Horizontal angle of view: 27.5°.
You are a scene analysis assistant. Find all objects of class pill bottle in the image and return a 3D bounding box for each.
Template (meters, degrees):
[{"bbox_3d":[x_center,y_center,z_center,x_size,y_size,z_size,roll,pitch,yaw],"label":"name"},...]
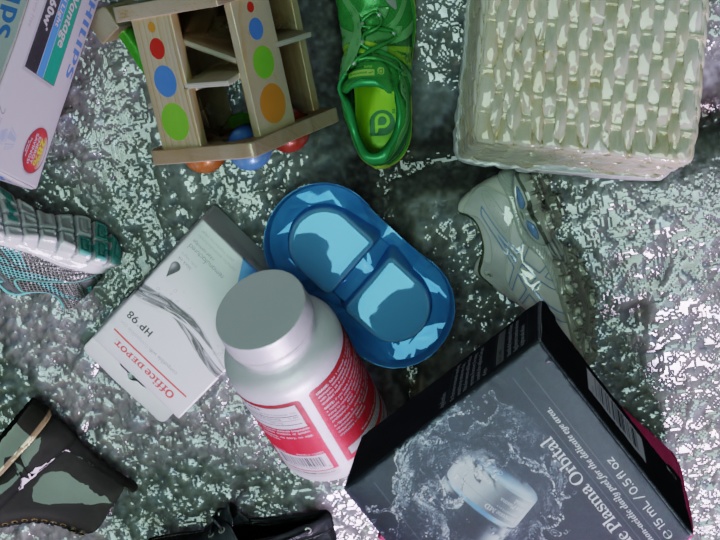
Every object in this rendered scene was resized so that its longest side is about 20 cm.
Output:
[{"bbox_3d":[-0.055,0.094,1.323,0.111,0.113,0.201,-18,137,9],"label":"pill bottle"}]

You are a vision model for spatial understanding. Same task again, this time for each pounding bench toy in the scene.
[{"bbox_3d":[-0.141,-0.169,1.298,0.198,0.124,0.158,0,109,38],"label":"pounding bench toy"}]

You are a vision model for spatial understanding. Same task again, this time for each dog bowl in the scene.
[{"bbox_3d":[0.000,0.000,1.369,0.200,0.050,0.112,41,102,-7],"label":"dog bowl"}]

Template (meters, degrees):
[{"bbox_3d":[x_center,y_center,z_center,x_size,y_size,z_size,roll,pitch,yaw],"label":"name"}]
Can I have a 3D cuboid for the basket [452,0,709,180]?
[{"bbox_3d":[0.183,-0.182,1.232,0.195,0.161,0.203,6,92,2],"label":"basket"}]

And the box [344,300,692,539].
[{"bbox_3d":[0.126,0.171,1.171,0.199,0.118,0.197,-38,96,14],"label":"box"}]

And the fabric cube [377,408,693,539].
[{"bbox_3d":[0.157,0.201,1.335,0.199,0.196,0.200,41,105,-5],"label":"fabric cube"}]

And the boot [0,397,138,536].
[{"bbox_3d":[-0.330,0.244,1.452,0.138,0.078,0.200,38,105,-10],"label":"boot"}]

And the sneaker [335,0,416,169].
[{"bbox_3d":[0.016,-0.189,1.303,0.073,0.084,0.203,-6,103,7],"label":"sneaker"}]

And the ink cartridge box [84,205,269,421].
[{"bbox_3d":[-0.168,0.053,1.389,0.116,0.067,0.200,43,103,-8],"label":"ink cartridge box"}]

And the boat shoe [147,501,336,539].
[{"bbox_3d":[-0.118,0.259,1.436,0.196,0.075,0.067,2,103,4],"label":"boat shoe"}]

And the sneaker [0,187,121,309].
[{"bbox_3d":[-0.324,-0.017,1.357,0.198,0.078,0.092,22,119,-28],"label":"sneaker"}]

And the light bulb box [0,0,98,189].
[{"bbox_3d":[-0.356,-0.199,1.258,0.197,0.125,0.201,16,85,14],"label":"light bulb box"}]

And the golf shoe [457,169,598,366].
[{"bbox_3d":[0.157,0.004,1.358,0.096,0.078,0.203,-17,97,26],"label":"golf shoe"}]
